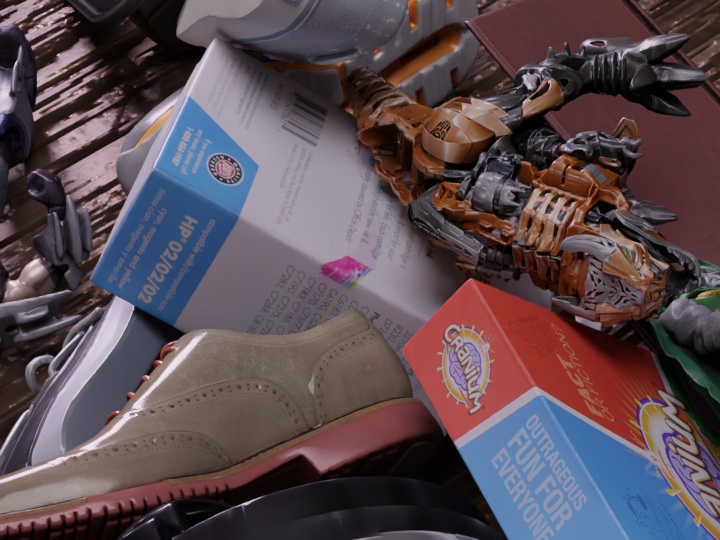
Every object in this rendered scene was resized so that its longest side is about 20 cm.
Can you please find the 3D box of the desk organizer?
[{"bbox_3d":[0.128,-0.047,0.990,0.076,0.072,0.200,-22,51,-16],"label":"desk organizer"}]

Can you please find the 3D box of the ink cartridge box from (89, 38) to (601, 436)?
[{"bbox_3d":[0.000,0.000,0.905,0.199,0.068,0.115,29,34,-8],"label":"ink cartridge box"}]

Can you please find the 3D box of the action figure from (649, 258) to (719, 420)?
[{"bbox_3d":[0.163,0.045,0.807,0.117,0.055,0.200,17,16,-25],"label":"action figure"}]

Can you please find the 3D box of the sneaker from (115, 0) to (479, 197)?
[{"bbox_3d":[-0.036,-0.085,1.032,0.199,0.079,0.077,-29,40,-28],"label":"sneaker"}]

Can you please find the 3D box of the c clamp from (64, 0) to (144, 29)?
[{"bbox_3d":[-0.088,-0.191,1.060,0.172,0.027,0.200,-59,24,-2],"label":"c clamp"}]

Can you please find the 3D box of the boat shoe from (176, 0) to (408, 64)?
[{"bbox_3d":[-0.029,-0.117,0.944,0.071,0.070,0.201,26,0,-17],"label":"boat shoe"}]

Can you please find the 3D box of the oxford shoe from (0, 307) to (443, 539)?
[{"bbox_3d":[-0.070,0.066,0.797,0.199,0.071,0.075,-13,64,-30],"label":"oxford shoe"}]

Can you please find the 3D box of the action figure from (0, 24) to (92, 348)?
[{"bbox_3d":[-0.186,-0.029,0.977,0.129,0.070,0.201,-1,50,-8],"label":"action figure"}]

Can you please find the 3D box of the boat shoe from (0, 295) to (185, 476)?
[{"bbox_3d":[-0.098,0.052,0.898,0.068,0.074,0.200,-26,22,29],"label":"boat shoe"}]

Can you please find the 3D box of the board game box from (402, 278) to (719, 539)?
[{"bbox_3d":[0.121,0.093,0.797,0.199,0.040,0.154,21,30,-44],"label":"board game box"}]

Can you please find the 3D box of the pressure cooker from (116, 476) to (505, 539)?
[{"bbox_3d":[-0.006,0.166,0.720,0.177,0.177,0.201,-13,52,-15],"label":"pressure cooker"}]

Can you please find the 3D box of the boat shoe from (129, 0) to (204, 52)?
[{"bbox_3d":[-0.046,-0.196,1.112,0.200,0.076,0.074,-45,41,-10],"label":"boat shoe"}]

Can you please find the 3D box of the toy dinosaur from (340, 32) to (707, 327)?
[{"bbox_3d":[0.064,-0.044,0.864,0.135,0.103,0.200,-17,56,-35],"label":"toy dinosaur"}]
